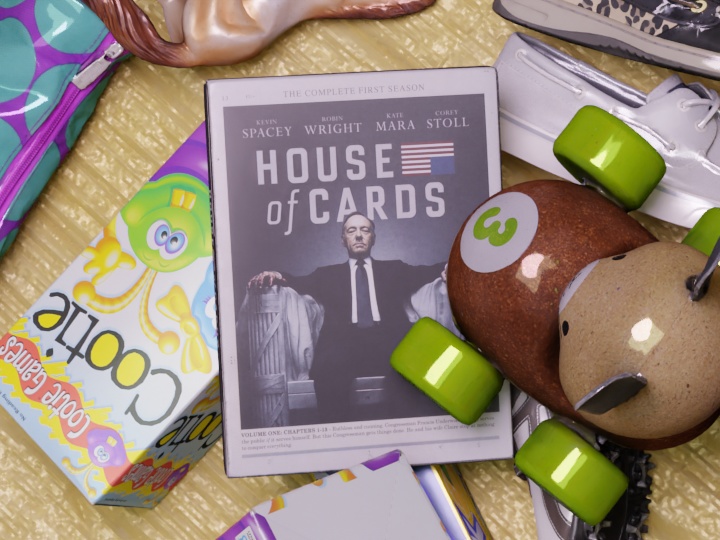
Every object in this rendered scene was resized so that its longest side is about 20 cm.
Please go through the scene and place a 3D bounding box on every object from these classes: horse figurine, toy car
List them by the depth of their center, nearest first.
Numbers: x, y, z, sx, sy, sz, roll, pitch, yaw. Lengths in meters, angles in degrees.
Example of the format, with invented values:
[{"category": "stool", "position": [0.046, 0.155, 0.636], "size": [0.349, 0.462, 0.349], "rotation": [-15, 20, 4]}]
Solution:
[{"category": "toy car", "position": [0.118, 0.020, 1.055], "size": [0.158, 0.200, 0.165], "rotation": [38, 87, -1]}, {"category": "horse figurine", "position": [-0.062, -0.168, 1.257], "size": [0.199, 0.050, 0.133], "rotation": [-29, 92, -14]}]

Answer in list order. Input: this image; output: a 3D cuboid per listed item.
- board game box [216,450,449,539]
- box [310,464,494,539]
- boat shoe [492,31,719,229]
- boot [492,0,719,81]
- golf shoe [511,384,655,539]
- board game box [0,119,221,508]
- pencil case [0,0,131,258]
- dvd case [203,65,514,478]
[{"category": "board game box", "position": [-0.044, 0.189, 1.146], "size": [0.200, 0.105, 0.103], "rotation": [-43, 71, 45]}, {"category": "box", "position": [0.038, 0.157, 1.204], "size": [0.064, 0.070, 0.201], "rotation": [-28, 79, 10]}, {"category": "boat shoe", "position": [0.157, -0.071, 1.202], "size": [0.199, 0.072, 0.069], "rotation": [25, 107, 24]}, {"category": "boot", "position": [0.177, -0.179, 1.171], "size": [0.203, 0.073, 0.155], "rotation": [17, 98, 24]}, {"category": "golf shoe", "position": [0.104, 0.086, 1.206], "size": [0.094, 0.078, 0.201], "rotation": [3, 83, 31]}, {"category": "board game box", "position": [-0.094, 0.022, 1.232], "size": [0.105, 0.103, 0.200], "rotation": [44, 94, 14]}, {"category": "pencil case", "position": [-0.201, -0.076, 1.276], "size": [0.092, 0.085, 0.201], "rotation": [34, 93, 44]}, {"category": "dvd case", "position": [0.000, 0.000, 1.156], "size": [0.149, 0.025, 0.201], "rotation": [-3, 94, -7]}]
